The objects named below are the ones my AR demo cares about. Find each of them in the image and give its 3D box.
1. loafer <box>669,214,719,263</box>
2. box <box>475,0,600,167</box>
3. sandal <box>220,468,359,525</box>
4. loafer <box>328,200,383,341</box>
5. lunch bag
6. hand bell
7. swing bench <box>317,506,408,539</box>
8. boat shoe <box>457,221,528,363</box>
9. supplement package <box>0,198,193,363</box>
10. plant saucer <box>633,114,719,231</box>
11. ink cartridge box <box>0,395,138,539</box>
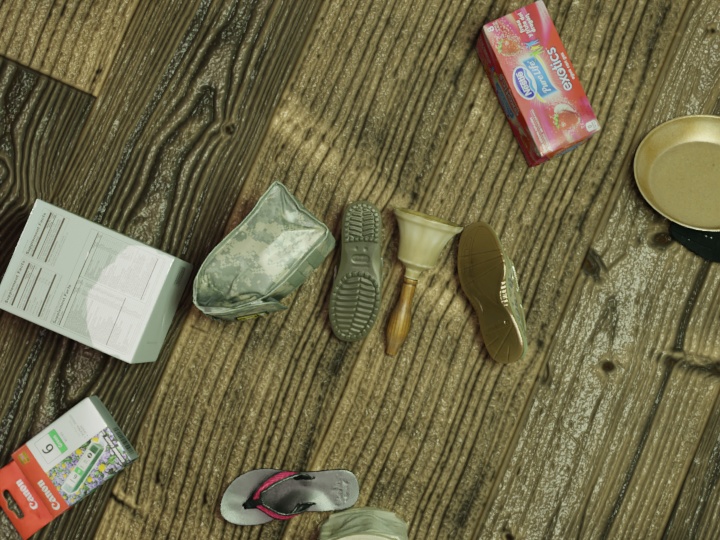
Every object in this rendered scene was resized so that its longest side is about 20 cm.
[{"bbox_3d":[0.539,-0.052,1.394,0.198,0.073,0.073,16,47,8],"label":"loafer"},{"bbox_3d":[0.246,-0.258,1.382,0.095,0.100,0.202,-24,87,-1],"label":"box"},{"bbox_3d":[-0.100,0.312,1.372,0.197,0.045,0.076,-7,86,0],"label":"sandal"},{"bbox_3d":[0.000,0.000,1.385,0.075,0.067,0.203,10,102,4],"label":"loafer"},{"bbox_3d":[-0.134,-0.004,1.334,0.117,0.164,0.200,43,88,6],"label":"lunch bag"},{"bbox_3d":[0.067,0.021,1.384,0.103,0.104,0.202,16,99,1],"label":"hand bell"},{"bbox_3d":[-0.023,0.412,1.289,0.128,0.199,0.202,22,86,2],"label":"swing bench"},{"bbox_3d":[0.188,0.031,1.390,0.073,0.063,0.203,-15,83,25],"label":"boat shoe"},{"bbox_3d":[-0.356,0.018,1.339,0.198,0.152,0.152,22,86,2],"label":"supplement package"},{"bbox_3d":[0.481,-0.130,1.375,0.197,0.036,0.202,-3,58,6],"label":"plant saucer"},{"bbox_3d":[-0.423,0.278,1.373,0.199,0.050,0.109,-37,87,-3],"label":"ink cartridge box"}]
